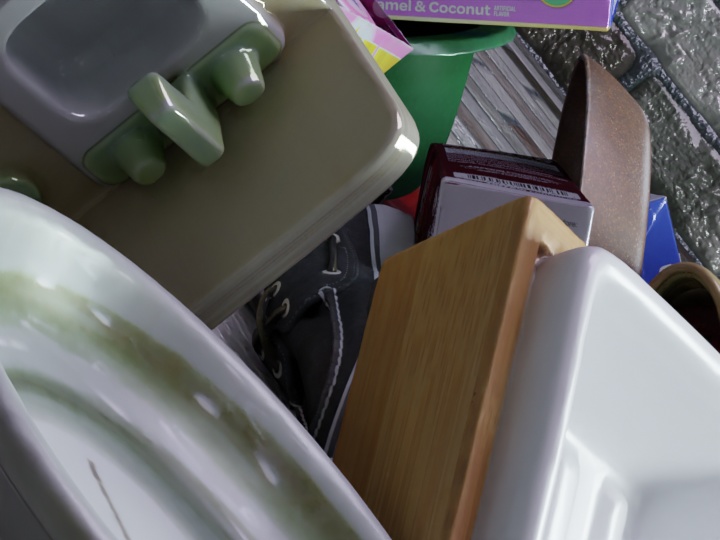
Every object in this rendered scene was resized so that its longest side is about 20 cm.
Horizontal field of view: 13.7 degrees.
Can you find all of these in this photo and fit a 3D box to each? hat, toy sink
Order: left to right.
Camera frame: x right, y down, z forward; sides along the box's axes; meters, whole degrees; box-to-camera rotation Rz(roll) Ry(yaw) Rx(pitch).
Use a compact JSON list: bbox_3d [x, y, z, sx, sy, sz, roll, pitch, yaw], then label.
[{"bbox_3d":[-0.096,-0.083,0.862,0.112,0.130,0.200,40,15,-51],"label":"toy sink"},{"bbox_3d":[-0.006,-0.044,1.480,0.200,0.176,0.166,0,16,-19],"label":"hat"}]

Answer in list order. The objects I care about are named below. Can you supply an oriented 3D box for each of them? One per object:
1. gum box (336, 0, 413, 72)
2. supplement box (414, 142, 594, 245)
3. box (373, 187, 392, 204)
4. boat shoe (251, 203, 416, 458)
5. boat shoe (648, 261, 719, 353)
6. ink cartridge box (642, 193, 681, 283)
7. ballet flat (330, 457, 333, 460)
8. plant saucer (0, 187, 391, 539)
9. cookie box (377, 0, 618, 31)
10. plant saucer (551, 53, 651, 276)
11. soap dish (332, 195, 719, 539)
[{"bbox_3d":[-0.066,-0.079,1.044,0.066,0.113,0.200,53,9,12],"label":"gum box"},{"bbox_3d":[0.049,0.011,1.193,0.061,0.109,0.200,10,6,-1],"label":"supplement box"},{"bbox_3d":[-0.076,-0.103,1.274,0.200,0.035,0.110,40,14,-25],"label":"box"},{"bbox_3d":[-0.013,0.022,1.102,0.057,0.069,0.200,16,18,-5],"label":"boat shoe"},{"bbox_3d":[0.113,0.088,1.156,0.066,0.074,0.200,57,37,-51],"label":"boat shoe"},{"bbox_3d":[0.111,0.004,1.520,0.200,0.044,0.094,-160,-125,-72],"label":"ink cartridge box"},{"bbox_3d":[0.018,0.081,0.984,0.067,0.062,0.200,53,9,12],"label":"ballet flat"},{"bbox_3d":[-0.048,0.068,0.729,0.200,0.050,0.200,47,11,-12],"label":"plant saucer"},{"bbox_3d":[0.048,-0.170,1.476,0.200,0.171,0.075,-59,153,-76],"label":"cookie box"},{"bbox_3d":[0.095,0.009,1.275,0.034,0.201,0.200,7,13,-1],"label":"plant saucer"},{"bbox_3d":[0.059,0.087,0.905,0.200,0.081,0.158,40,59,-55],"label":"soap dish"}]
